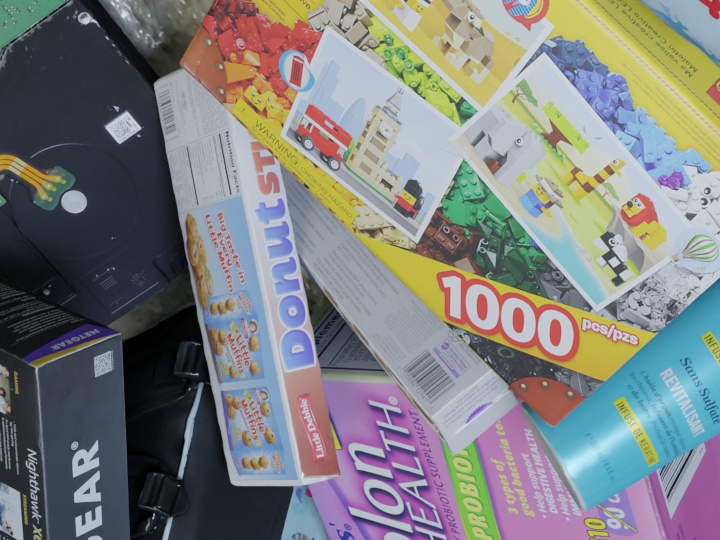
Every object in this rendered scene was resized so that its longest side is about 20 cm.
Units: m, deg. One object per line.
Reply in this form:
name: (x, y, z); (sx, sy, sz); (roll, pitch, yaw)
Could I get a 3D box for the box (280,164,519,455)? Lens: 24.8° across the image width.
box: (0.000, 0.000, 0.757); (0.200, 0.041, 0.039); (49, 174, 37)

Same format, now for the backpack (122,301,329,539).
backpack: (-0.110, 0.123, 0.907); (0.199, 0.179, 0.150); (-17, 143, 43)

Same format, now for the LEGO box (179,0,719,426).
LEGO box: (0.053, -0.067, 0.589); (0.200, 0.077, 0.149); (44, 135, 5)

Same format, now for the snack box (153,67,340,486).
snack box: (-0.055, 0.001, 0.771); (0.072, 0.024, 0.202); (-11, 90, 57)

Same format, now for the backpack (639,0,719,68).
backpack: (0.139, -0.165, 0.487); (0.147, 0.200, 0.183); (42, 137, -2)

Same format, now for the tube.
tube: (0.161, 0.024, 0.667); (0.078, 0.199, 0.050); (58, 179, -23)

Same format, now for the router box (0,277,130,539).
router box: (-0.183, 0.105, 0.807); (0.157, 0.052, 0.202); (21, 119, 37)

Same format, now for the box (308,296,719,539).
box: (0.079, 0.098, 0.815); (0.199, 0.097, 0.177); (2, 125, 34)

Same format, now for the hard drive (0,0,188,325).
hard drive: (-0.163, -0.064, 0.821); (0.139, 0.038, 0.200); (-34, 120, 10)
